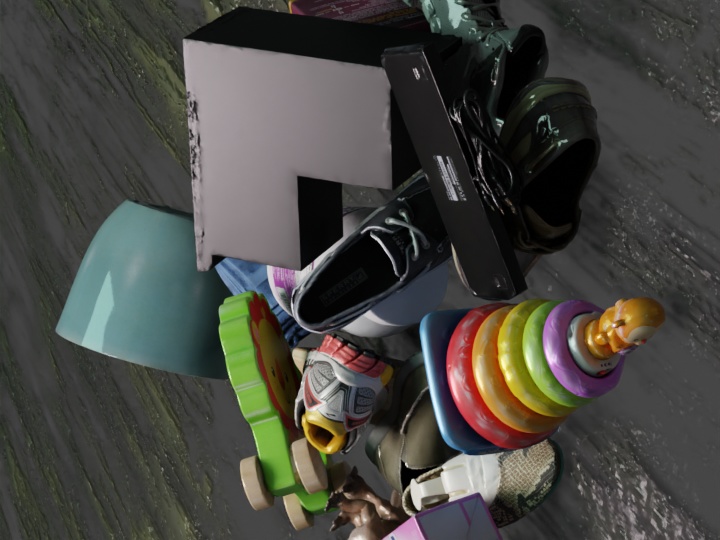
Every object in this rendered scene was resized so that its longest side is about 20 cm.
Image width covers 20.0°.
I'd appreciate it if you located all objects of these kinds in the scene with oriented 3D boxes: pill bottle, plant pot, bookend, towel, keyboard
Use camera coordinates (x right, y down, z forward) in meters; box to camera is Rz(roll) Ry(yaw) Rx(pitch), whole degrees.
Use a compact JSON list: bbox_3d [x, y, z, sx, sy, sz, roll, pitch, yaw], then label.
[{"bbox_3d":[0.000,0.000,1.761,0.200,0.112,0.113,-173,84,-68],"label":"pill bottle"},{"bbox_3d":[-0.213,0.014,2.218,0.201,0.200,0.161,24,99,67],"label":"plant pot"},{"bbox_3d":[-0.028,-0.090,1.598,0.199,0.092,0.199,10,117,25],"label":"bookend"},{"bbox_3d":[-0.070,0.000,1.957,0.049,0.112,0.200,59,174,-27],"label":"towel"},{"bbox_3d":[0.083,-0.073,1.467,0.104,0.040,0.200,9,124,63],"label":"keyboard"}]

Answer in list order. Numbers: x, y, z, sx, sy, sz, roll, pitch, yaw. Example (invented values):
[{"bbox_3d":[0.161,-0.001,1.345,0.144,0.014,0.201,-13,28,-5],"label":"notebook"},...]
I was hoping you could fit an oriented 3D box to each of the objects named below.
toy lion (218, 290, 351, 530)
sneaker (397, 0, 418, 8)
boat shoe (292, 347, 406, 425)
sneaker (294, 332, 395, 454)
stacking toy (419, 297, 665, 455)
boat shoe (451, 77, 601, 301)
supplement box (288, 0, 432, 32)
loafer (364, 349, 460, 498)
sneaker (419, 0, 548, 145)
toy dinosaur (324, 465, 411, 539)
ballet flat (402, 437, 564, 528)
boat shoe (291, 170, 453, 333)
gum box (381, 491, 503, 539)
[{"bbox_3d":[-0.071,0.117,1.779,0.200,0.068,0.192,47,-154,-69],"label":"toy lion"},{"bbox_3d":[0.015,-0.262,1.677,0.200,0.080,0.077,-56,-25,-77],"label":"sneaker"},{"bbox_3d":[-0.011,0.106,1.841,0.200,0.071,0.065,-170,82,-67],"label":"boat shoe"},{"bbox_3d":[-0.025,0.109,1.679,0.082,0.078,0.200,-62,-5,-12],"label":"sneaker"},{"bbox_3d":[0.144,0.057,1.433,0.200,0.116,0.110,-26,73,51],"label":"stacking toy"},{"bbox_3d":[0.121,-0.047,1.503,0.073,0.074,0.200,-111,29,-44],"label":"boat shoe"},{"bbox_3d":[0.008,-0.169,1.723,0.200,0.085,0.111,-129,26,-68],"label":"supplement box"},{"bbox_3d":[0.063,0.123,1.667,0.070,0.075,0.200,63,153,26],"label":"loafer"},{"bbox_3d":[0.103,-0.195,1.580,0.115,0.075,0.201,-14,81,59],"label":"sneaker"},{"bbox_3d":[0.029,0.240,1.703,0.200,0.135,0.086,-42,-24,-63],"label":"toy dinosaur"},{"bbox_3d":[0.084,0.169,1.586,0.200,0.075,0.068,144,128,-64],"label":"ballet flat"},{"bbox_3d":[0.028,-0.021,1.606,0.072,0.200,0.068,55,-178,0],"label":"boat shoe"},{"bbox_3d":[0.081,0.282,1.520,0.114,0.066,0.200,-45,65,52],"label":"gum box"}]
